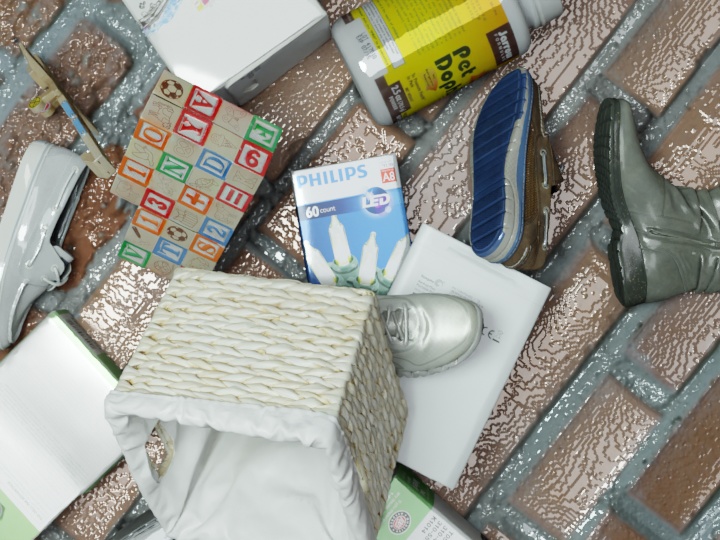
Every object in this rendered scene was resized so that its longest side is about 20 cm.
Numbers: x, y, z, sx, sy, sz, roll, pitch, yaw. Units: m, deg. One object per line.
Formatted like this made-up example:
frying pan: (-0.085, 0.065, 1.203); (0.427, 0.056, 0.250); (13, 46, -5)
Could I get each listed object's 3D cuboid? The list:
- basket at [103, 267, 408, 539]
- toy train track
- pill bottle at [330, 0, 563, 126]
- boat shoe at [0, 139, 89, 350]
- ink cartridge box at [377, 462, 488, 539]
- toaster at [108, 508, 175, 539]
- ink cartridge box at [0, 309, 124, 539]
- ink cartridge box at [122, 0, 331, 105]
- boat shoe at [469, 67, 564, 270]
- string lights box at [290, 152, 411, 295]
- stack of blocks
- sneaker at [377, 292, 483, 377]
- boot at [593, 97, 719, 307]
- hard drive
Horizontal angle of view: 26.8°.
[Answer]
basket: (-0.074, 0.120, 1.245); (0.198, 0.199, 0.162); (7, 51, 19)
toy train track: (-0.270, -0.136, 1.367); (0.032, 0.200, 0.115); (-39, 134, -1)
pill bottle: (0.080, -0.222, 1.379); (0.198, 0.109, 0.110); (-28, 89, 2)
boat shoe: (-0.302, -0.018, 1.419); (0.068, 0.072, 0.202); (15, 82, 2)
ink cartridge box: (0.064, 0.301, 1.395); (0.199, 0.084, 0.147); (40, 92, 2)
toaster: (-0.172, 0.273, 1.380); (0.198, 0.129, 0.115); (-29, 89, 2)
ink cartridge box: (-0.307, 0.157, 1.425); (0.200, 0.048, 0.146); (-44, 89, 2)
ink cartridge box: (-0.138, -0.261, 1.368); (0.144, 0.147, 0.201); (-34, 89, 2)
boat shoe: (0.145, -0.089, 1.384); (0.072, 0.072, 0.202); (25, 61, -29)
string lights box: (0.000, 0.000, 1.407); (0.101, 0.059, 0.203); (-10, 91, -1)
stack of blocks: (-0.158, -0.074, 1.339); (0.114, 0.200, 0.059); (25, 53, -7)
sneaker: (0.008, 0.052, 1.313); (0.197, 0.081, 0.076); (-3, 77, 19)
boot: (0.290, -0.068, 1.402); (0.129, 0.068, 0.203); (-10, 97, -3)
hard drive: (0.070, 0.077, 1.365); (0.131, 0.027, 0.202); (26, 90, -1)
